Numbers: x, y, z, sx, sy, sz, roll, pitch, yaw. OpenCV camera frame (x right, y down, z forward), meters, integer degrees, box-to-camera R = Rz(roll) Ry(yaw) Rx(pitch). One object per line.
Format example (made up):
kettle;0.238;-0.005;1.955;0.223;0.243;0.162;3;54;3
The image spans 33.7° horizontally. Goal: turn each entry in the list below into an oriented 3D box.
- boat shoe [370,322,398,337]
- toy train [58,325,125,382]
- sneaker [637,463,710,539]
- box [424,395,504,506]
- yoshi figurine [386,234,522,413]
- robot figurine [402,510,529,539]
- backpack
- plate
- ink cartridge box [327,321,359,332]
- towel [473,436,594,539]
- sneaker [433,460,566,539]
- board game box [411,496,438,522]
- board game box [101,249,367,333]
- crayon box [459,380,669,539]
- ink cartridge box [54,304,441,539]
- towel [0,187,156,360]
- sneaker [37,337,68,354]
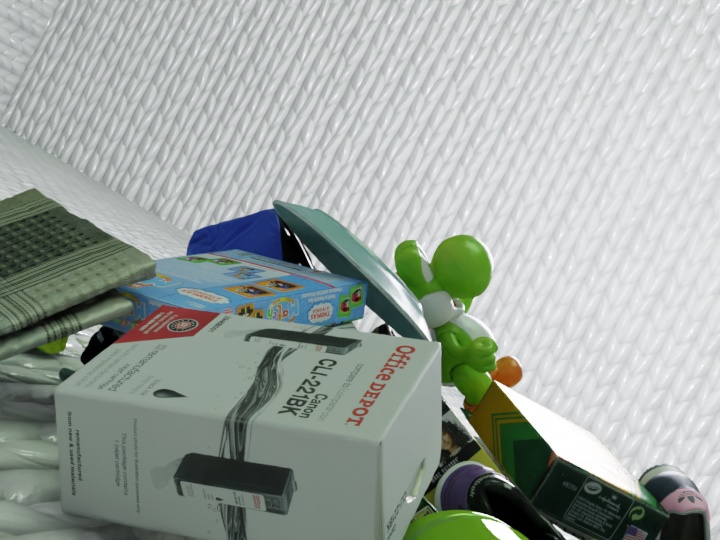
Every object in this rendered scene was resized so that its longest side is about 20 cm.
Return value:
boat shoe;0.025;0.128;1.212;0.076;0.073;0.201;54;-8;38
toy train;-0.160;0.100;0.912;0.114;0.086;0.200;38;-2;-26
sneaker;0.272;0.278;1.040;0.069;0.203;0.082;-6;10;-5
box;0.097;0.200;0.984;0.201;0.075;0.050;53;-1;-8
yoshi figurine;0.108;0.047;1.148;0.112;0.112;0.201;10;-43;55
robot figurine;0.069;0.208;0.673;0.173;0.117;0.200;15;5;-17
backpack;-0.103;0.060;1.183;0.166;0.164;0.201;-13;-37;14
plate;0.000;0.000;1.064;0.200;0.026;0.200;44;-6;5
ink cartridge box;-0.030;0.121;0.923;0.082;0.149;0.200;-7;6;-5
towel;0.200;0.238;1.184;0.191;0.035;0.200;31;-1;-5
sneaker;0.137;0.237;0.915;0.200;0.076;0.087;48;-15;-8
board game box;0.098;0.232;0.853;0.200;0.023;0.105;46;-5;3
board game box;-0.113;0.020;0.942;0.150;0.037;0.199;14;13;35
crayon box;0.175;0.168;1.065;0.126;0.051;0.200;28;8;-20
ink cartridge box;-0.060;0.094;0.715;0.197;0.085;0.144;8;21;16
towel;-0.270;0.009;0.854;0.199;0.035;0.192;-26;36;-35
sneaker;-0.307;0.026;1.095;0.082;0.075;0.200;2;12;-15
